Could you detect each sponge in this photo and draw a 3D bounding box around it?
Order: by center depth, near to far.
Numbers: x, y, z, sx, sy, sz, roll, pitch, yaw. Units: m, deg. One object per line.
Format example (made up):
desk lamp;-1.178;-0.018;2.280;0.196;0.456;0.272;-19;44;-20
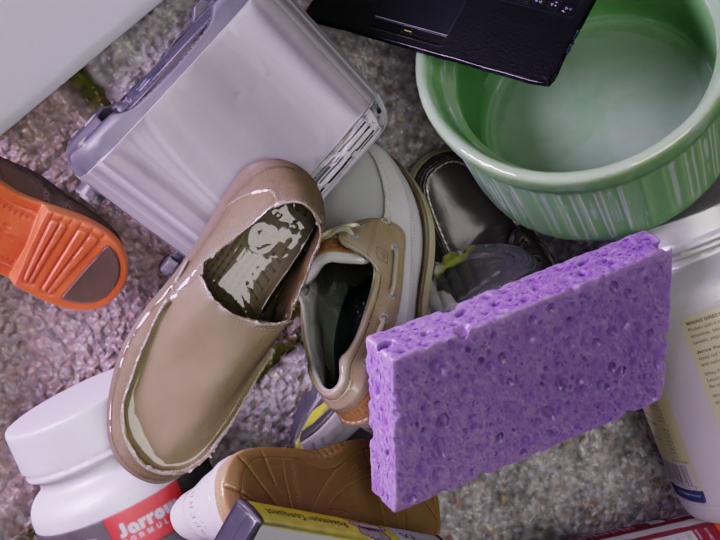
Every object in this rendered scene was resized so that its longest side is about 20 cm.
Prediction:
sponge;0.096;0.058;0.968;0.199;0.030;0.112;-20;126;-24

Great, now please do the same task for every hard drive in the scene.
hard drive;-0.183;-0.189;0.986;0.200;0.027;0.132;-42;131;-8

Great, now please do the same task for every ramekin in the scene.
ramekin;0.141;-0.116;1.013;0.199;0.098;0.201;-9;60;15

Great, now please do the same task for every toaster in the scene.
toaster;-0.074;-0.092;1.003;0.129;0.114;0.200;43;86;-16

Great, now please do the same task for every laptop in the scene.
laptop;0.069;-0.236;0.984;0.176;0.103;0.201;20;71;28

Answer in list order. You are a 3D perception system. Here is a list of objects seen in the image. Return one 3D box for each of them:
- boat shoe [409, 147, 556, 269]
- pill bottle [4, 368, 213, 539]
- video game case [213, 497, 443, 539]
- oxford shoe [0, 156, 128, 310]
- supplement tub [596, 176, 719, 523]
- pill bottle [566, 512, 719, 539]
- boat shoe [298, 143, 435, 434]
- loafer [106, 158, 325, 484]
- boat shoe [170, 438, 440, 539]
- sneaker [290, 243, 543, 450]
boat shoe;0.101;0.009;1.073;0.072;0.066;0.202;-32;100;-9
pill bottle;-0.130;0.167;1.004;0.113;0.114;0.201;-26;100;-10
video game case;-0.050;0.232;0.952;0.180;0.025;0.201;20;103;-47
oxford shoe;-0.233;-0.041;0.987;0.199;0.073;0.071;32;100;-19
supplement tub;0.243;0.046;1.070;0.144;0.145;0.201;-24;99;-11
pill bottle;0.162;0.227;1.080;0.199;0.110;0.110;-10;96;-12
boat shoe;0.000;0.000;0.999;0.068;0.075;0.201;28;43;-43
loafer;-0.082;0.029;0.927;0.076;0.067;0.201;25;90;-14
boat shoe;-0.031;0.142;0.997;0.199;0.069;0.071;15;60;-46
sneaker;0.047;0.062;1.049;0.200;0.075;0.085;-40;117;22
